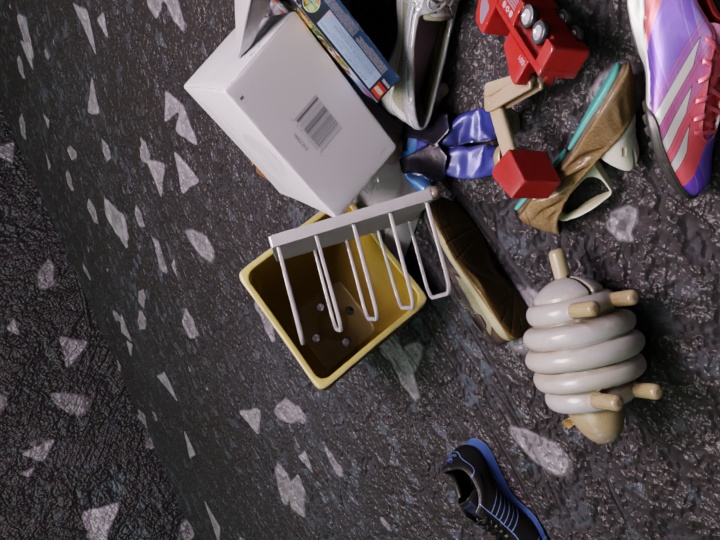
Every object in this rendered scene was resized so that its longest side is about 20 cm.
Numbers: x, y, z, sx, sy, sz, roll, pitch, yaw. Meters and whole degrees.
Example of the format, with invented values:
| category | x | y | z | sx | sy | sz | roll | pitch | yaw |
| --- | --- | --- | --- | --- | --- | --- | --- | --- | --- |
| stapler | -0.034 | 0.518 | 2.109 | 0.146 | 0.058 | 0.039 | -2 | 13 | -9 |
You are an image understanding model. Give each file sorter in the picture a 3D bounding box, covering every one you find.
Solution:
| category | x | y | z | sx | sy | sz | roll | pitch | yaw |
| --- | --- | --- | --- | --- | --- | --- | --- | --- | --- |
| file sorter | 0.000 | 0.000 | 0.776 | 0.139 | 0.194 | 0.128 | 138 | 115 | -83 |

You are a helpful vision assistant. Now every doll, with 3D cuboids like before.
| category | x | y | z | sx | sy | sz | roll | pitch | yaw |
| --- | --- | --- | --- | --- | --- | --- | --- | --- | --- |
| doll | 0.097 | -0.156 | 0.761 | 0.196 | 0.048 | 0.142 | 4 | 96 | 46 |

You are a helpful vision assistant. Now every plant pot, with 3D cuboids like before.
| category | x | y | z | sx | sy | sz | roll | pitch | yaw |
| --- | --- | --- | --- | --- | --- | --- | --- | --- | --- |
| plant pot | -0.042 | 0.055 | 0.941 | 0.197 | 0.192 | 0.201 | 51 | 165 | 13 |

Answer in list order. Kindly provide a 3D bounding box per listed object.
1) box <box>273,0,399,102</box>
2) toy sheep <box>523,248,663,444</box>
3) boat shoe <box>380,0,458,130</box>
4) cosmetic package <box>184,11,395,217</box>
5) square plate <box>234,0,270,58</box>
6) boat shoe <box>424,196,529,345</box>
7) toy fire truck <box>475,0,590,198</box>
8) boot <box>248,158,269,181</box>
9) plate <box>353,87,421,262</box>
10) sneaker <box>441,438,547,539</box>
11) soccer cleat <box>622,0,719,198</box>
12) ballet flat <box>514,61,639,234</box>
| category | x | y | z | sx | sy | sz | roll | pitch | yaw |
| --- | --- | --- | --- | --- | --- | --- | --- | --- | --- |
| box | -0.037 | -0.278 | 0.737 | 0.136 | 0.038 | 0.201 | 44 | -173 | -28 |
| toy sheep | 0.233 | 0.077 | 0.659 | 0.136 | 0.135 | 0.207 | -15 | 83 | 53 |
| boat shoe | 0.076 | -0.264 | 0.707 | 0.065 | 0.073 | 0.207 | 43 | 130 | 36 |
| cosmetic package | -0.092 | -0.193 | 0.786 | 0.200 | 0.124 | 0.199 | 47 | 170 | -32 |
| square plate | -0.098 | -0.357 | 0.634 | 0.200 | 0.028 | 0.205 | 135 | 135 | -61 |
| boat shoe | 0.132 | 0.005 | 0.792 | 0.065 | 0.072 | 0.204 | -41 | 74 | 49 |
| toy fire truck | 0.157 | -0.190 | 0.625 | 0.143 | 0.047 | 0.204 | 115 | 146 | -48 |
| boot | -0.127 | -0.193 | 1.014 | 0.201 | 0.075 | 0.157 | 48 | 140 | 24 |
| plate | 0.011 | -0.130 | 0.910 | 0.200 | 0.032 | 0.203 | 47 | 139 | 26 |
| sneaker | 0.189 | 0.346 | 0.897 | 0.203 | 0.077 | 0.070 | 56 | 142 | 15 |
| soccer cleat | 0.277 | -0.163 | 0.528 | 0.072 | 0.067 | 0.206 | -7 | 102 | 44 |
| ballet flat | 0.228 | -0.107 | 0.627 | 0.071 | 0.068 | 0.202 | 34 | 137 | 7 |
